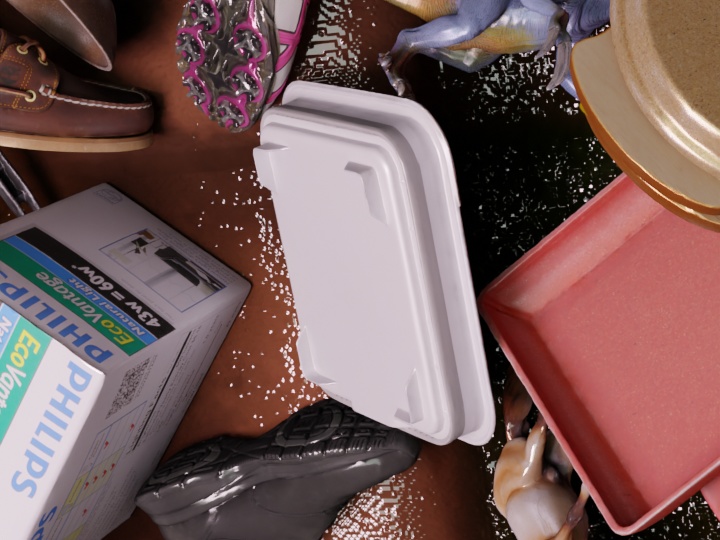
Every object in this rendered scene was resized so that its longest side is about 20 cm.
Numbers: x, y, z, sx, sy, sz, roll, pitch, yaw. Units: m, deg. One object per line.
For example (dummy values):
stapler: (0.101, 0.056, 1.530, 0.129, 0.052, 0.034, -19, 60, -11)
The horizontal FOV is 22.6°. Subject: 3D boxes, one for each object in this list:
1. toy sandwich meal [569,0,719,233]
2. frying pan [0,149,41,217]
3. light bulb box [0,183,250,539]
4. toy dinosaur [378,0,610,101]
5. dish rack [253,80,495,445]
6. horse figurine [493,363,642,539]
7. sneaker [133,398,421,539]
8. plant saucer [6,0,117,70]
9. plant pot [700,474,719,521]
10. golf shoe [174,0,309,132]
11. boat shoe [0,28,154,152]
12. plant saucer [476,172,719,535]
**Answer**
toy sandwich meal: (0.207, -0.109, 0.896, 0.203, 0.070, 0.207, 1, 71, -3)
frying pan: (-0.264, -0.103, 1.110, 0.031, 0.114, 0.191, -25, 82, 56)
light bulb box: (-0.191, 0.077, 1.081, 0.124, 0.200, 0.199, 33, 112, 11)
toy dinosaur: (0.094, -0.148, 0.980, 0.181, 0.105, 0.201, -29, 79, 5)
dish rack: (0.000, 0.000, 1.013, 0.171, 0.043, 0.202, 17, 124, 55)
horse figurine: (0.109, 0.129, 1.017, 0.050, 0.201, 0.133, 5, 138, -19)
sneaker: (-0.042, 0.139, 1.117, 0.199, 0.076, 0.091, -19, 105, 31)
plant saucer: (-0.211, -0.194, 1.044, 0.200, 0.200, 0.032, 41, 83, 8)
plant pot: (0.298, 0.104, 0.910, 0.200, 0.200, 0.178, 42, 102, 7)
golf shoe: (-0.051, -0.167, 1.034, 0.072, 0.092, 0.201, 34, 136, 20)
boat shoe: (-0.217, -0.108, 1.072, 0.198, 0.070, 0.071, 1, 104, -24)
plant saucer: (0.178, 0.019, 0.935, 0.200, 0.200, 0.037, -39, 130, 9)
